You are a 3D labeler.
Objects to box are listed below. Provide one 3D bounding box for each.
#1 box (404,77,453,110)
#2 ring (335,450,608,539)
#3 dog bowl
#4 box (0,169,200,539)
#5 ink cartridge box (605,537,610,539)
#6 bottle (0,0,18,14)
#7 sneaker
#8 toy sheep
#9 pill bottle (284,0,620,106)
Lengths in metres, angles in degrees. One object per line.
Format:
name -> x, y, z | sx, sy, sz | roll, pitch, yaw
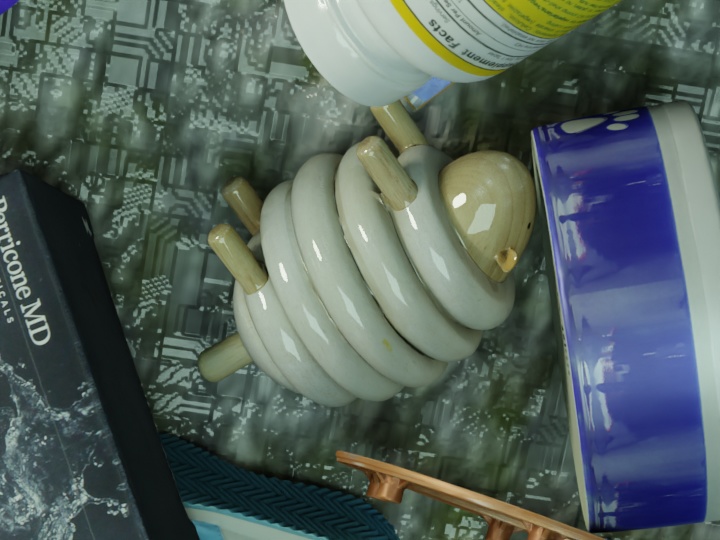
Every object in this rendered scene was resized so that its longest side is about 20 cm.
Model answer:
box -> 0.069, -0.184, 1.122 | 0.199, 0.042, 0.119 | -36, 108, 13
ring -> 0.079, 0.131, 1.164 | 0.199, 0.200, 0.019 | 20, 83, -10
dog bowl -> 0.133, 0.023, 1.119 | 0.078, 0.200, 0.202 | -8, 111, 3
box -> -0.206, 0.083, 1.131 | 0.199, 0.117, 0.198 | -22, 80, 5
ink cartridge box -> 0.134, 0.274, 1.216 | 0.147, 0.200, 0.146 | -41, 107, 12
bottle -> -0.204, -0.209, 1.051 | 0.065, 0.084, 0.201 | 14, 141, 35
sneaker -> -0.083, 0.144, 1.224 | 0.199, 0.077, 0.081 | 21, 111, -8
toy sheep -> 0.000, 0.000, 1.146 | 0.199, 0.138, 0.138 | -27, 111, 24
pill bottle -> 0.064, -0.154, 1.030 | 0.199, 0.113, 0.113 | -28, 112, 34
